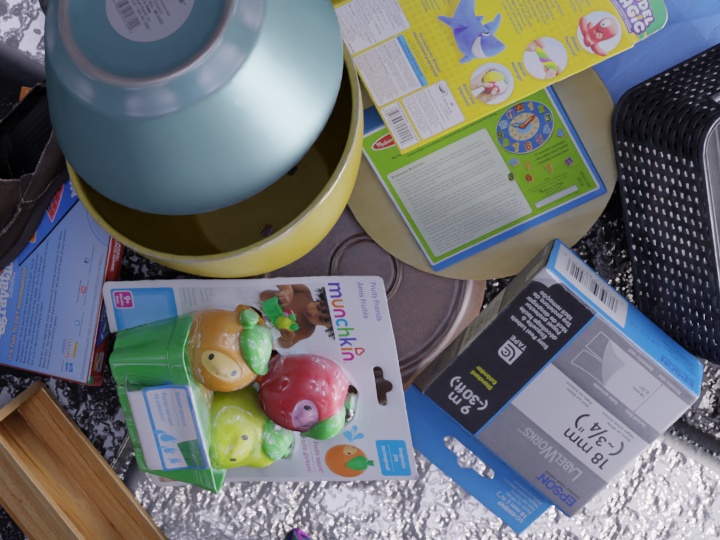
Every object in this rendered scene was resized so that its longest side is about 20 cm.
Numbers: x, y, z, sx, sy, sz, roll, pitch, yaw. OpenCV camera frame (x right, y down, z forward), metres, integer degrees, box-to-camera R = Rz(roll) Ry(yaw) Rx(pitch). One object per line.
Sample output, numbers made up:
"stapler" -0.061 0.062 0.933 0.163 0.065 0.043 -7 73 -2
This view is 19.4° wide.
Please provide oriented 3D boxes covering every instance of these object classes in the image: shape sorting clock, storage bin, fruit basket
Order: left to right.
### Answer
"fruit basket" -0.070 0.084 1.470 0.200 0.094 0.186 2 127 16
"shape sorting clock" 0.083 -0.084 1.477 0.200 0.039 0.200 -1 122 -1
"storage bin" 0.265 -0.045 1.485 0.135 0.094 0.200 -27 121 -28

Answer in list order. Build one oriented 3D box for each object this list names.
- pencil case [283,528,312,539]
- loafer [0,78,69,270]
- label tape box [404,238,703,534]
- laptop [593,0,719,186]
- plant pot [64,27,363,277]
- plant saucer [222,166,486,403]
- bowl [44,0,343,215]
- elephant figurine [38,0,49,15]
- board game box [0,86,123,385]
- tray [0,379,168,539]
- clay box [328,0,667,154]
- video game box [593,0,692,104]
"pencil case" -0.087 0.281 1.511 0.200 0.085 0.092 -43 116 -5
"loafer" -0.252 -0.070 1.474 0.200 0.071 0.073 -49 65 18
"label tape box" 0.123 0.098 1.495 0.144 0.063 0.200 40 114 -6
"laptop" 0.181 -0.190 1.474 0.187 0.200 0.116 -39 56 -3
"plant pot" -0.082 -0.076 1.425 0.200 0.142 0.200 -5 69 12
"plant saucer" 0.000 0.000 1.530 0.200 0.034 0.201 -1 93 -12
"bowl" -0.119 -0.145 1.326 0.200 0.105 0.201 -4 70 12
"elephant figurine" -0.202 -0.252 1.472 0.200 0.142 0.155 37 104 6
"board game box" -0.213 -0.026 1.501 0.103 0.019 0.200 11 93 29
"tray" -0.195 0.178 1.493 0.037 0.099 0.200 -38 93 20
"clay box" 0.090 -0.172 1.384 0.200 0.048 0.115 -24 109 12
"video game box" 0.141 -0.178 1.549 0.182 0.047 0.200 -15 91 -7
